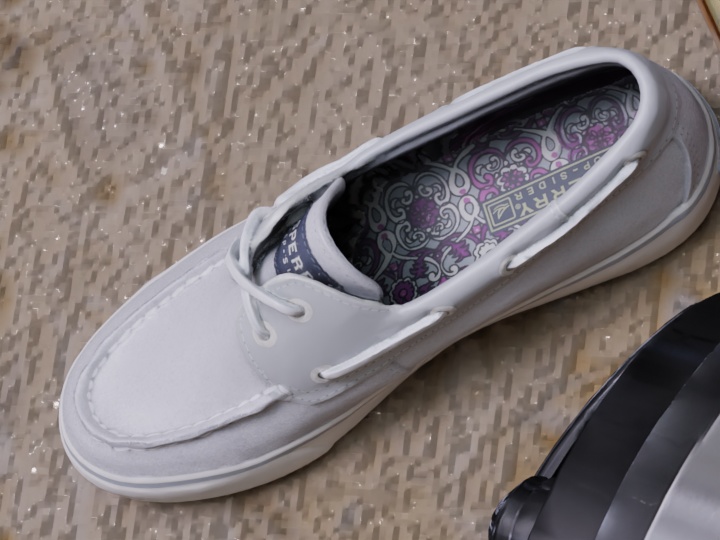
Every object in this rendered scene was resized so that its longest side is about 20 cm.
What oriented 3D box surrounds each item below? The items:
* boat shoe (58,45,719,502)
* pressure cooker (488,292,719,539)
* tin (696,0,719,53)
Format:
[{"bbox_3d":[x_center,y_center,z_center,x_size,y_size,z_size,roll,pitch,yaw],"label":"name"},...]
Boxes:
[{"bbox_3d":[0.000,0.000,0.787,0.200,0.069,0.072,-22,66,15],"label":"boat shoe"},{"bbox_3d":[0.115,0.094,0.644,0.200,0.176,0.179,19,122,29],"label":"pressure cooker"},{"bbox_3d":[0.138,-0.079,0.733,0.112,0.042,0.200,-24,92,9],"label":"tin"}]
